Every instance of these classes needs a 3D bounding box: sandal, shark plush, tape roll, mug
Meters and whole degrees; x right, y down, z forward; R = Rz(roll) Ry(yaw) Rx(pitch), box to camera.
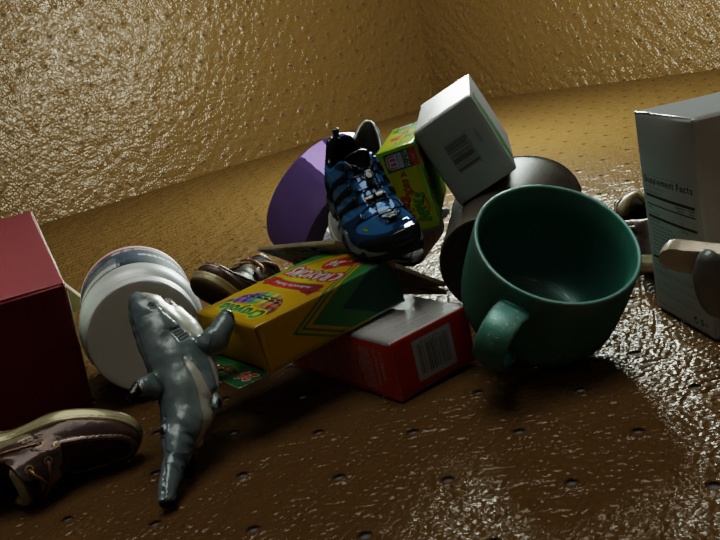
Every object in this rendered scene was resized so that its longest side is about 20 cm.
[{"bbox_3d":[0.045,-0.029,1.091,0.079,0.060,0.206,-8,14,40],"label":"sandal"},{"bbox_3d":[-0.173,0.113,0.756,0.083,0.202,0.091,22,-36,-32],"label":"shark plush"},{"bbox_3d":[-0.028,-0.084,1.198,0.199,0.201,0.085,-23,53,-36],"label":"tape roll"},{"bbox_3d":[0.155,0.017,0.791,0.183,0.115,0.153,-15,50,-19],"label":"mug"}]

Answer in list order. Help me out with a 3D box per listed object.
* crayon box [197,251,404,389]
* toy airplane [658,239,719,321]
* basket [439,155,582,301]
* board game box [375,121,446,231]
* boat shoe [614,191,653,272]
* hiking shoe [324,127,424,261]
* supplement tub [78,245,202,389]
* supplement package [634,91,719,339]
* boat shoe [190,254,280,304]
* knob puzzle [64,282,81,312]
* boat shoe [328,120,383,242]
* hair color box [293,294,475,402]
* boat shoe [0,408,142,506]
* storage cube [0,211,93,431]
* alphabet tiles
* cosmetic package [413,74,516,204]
[{"bbox_3d":[-0.071,0.042,0.848,0.199,0.051,0.126,-27,20,-32],"label":"crayon box"},{"bbox_3d":[0.349,0.017,0.635,0.197,0.143,0.200,18,-3,-7],"label":"toy airplane"},{"bbox_3d":[0.172,-0.043,1.037,0.179,0.137,0.200,-21,14,25],"label":"basket"},{"bbox_3d":[0.067,-0.121,1.073,0.047,0.103,0.200,-17,14,13],"label":"board game box"},{"bbox_3d":[0.329,-0.058,0.998,0.071,0.073,0.200,-9,14,16],"label":"boat shoe"},{"bbox_3d":[0.001,-0.076,0.886,0.074,0.087,0.200,-21,31,-14],"label":"hiking shoe"},{"bbox_3d":[-0.261,0.053,1.019,0.139,0.142,0.200,-16,15,-14],"label":"supplement tub"},{"bbox_3d":[0.345,-0.059,0.801,0.120,0.202,0.120,-13,14,-4],"label":"supplement package"},{"bbox_3d":[-0.126,0.015,0.977,0.071,0.073,0.200,14,-10,23],"label":"boat shoe"},{"bbox_3d":[-0.472,0.038,1.048,0.218,0.221,0.031,-18,40,-18],"label":"knob puzzle"},{"bbox_3d":[0.002,-0.098,1.029,0.073,0.065,0.203,6,44,2],"label":"boat shoe"},{"bbox_3d":[0.013,0.068,0.884,0.101,0.062,0.199,-23,18,-30],"label":"hair color box"},{"bbox_3d":[-0.292,0.177,0.759,0.198,0.073,0.072,-6,43,-15],"label":"boat shoe"},{"bbox_3d":[-0.416,0.067,0.950,0.178,0.173,0.200,-19,38,-24],"label":"storage cube"},{"bbox_3d":[0.000,0.000,1.023,0.199,0.008,0.166,21,-13,-34],"label":"alphabet tiles"},{"bbox_3d":[0.130,-0.169,1.078,0.084,0.108,0.200,-33,14,17],"label":"cosmetic package"}]
